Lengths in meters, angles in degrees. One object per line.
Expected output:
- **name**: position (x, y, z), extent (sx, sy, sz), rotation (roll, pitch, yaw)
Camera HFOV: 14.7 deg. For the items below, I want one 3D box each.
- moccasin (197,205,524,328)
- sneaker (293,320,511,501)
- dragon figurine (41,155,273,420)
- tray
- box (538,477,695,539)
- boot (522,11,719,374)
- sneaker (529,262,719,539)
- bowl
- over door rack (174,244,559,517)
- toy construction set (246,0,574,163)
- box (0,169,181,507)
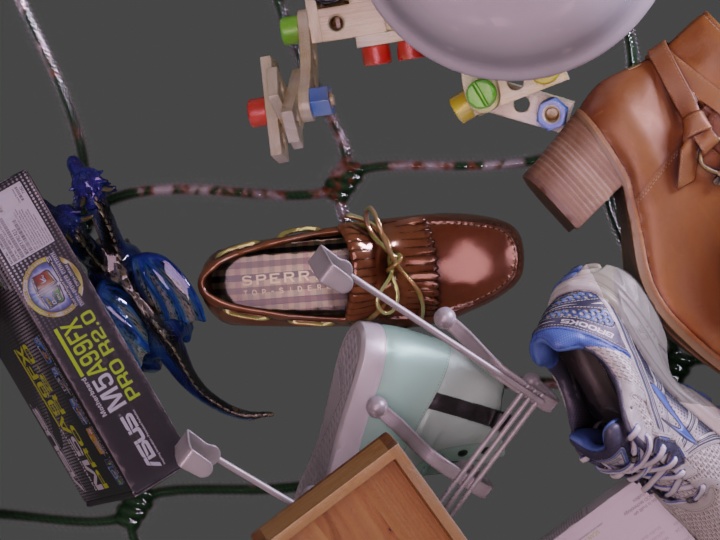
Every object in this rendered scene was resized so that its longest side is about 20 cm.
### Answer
- **moccasin**: position (0.000, -0.002, 1.707), extent (0.200, 0.078, 0.074), rotation (0, 89, 6)
- **sneaker**: position (0.027, 0.135, 1.724), extent (0.118, 0.074, 0.201), rotation (11, 112, -16)
- **dragon figurine**: position (-0.132, 0.023, 1.708), extent (0.059, 0.099, 0.200), rotation (-36, 89, -8)
- **tray**: position (0.035, 0.202, 1.603), extent (0.098, 0.037, 0.200), rotation (-37, 105, -4)
- **box**: position (0.209, 0.220, 1.732), extent (0.144, 0.036, 0.200), rotation (-36, 90, 8)
- **boot**: position (0.214, -0.042, 1.693), extent (0.155, 0.077, 0.200), rotation (-42, 93, -3)
- **sneaker**: position (0.163, 0.098, 1.649), extent (0.077, 0.085, 0.200), rotation (-32, 97, 44)
- **bowl**: position (0.086, -0.210, 1.591), extent (0.200, 0.090, 0.202), rotation (0, 94, 5)
- **over door rack**: position (0.001, 0.081, 1.624), extent (0.200, 0.067, 0.148), rotation (31, 99, -34)
- **toy construction set**: position (0.025, -0.133, 1.692), extent (0.199, 0.092, 0.132), rotation (-10, 95, -4)
- **box**: position (-0.184, 0.045, 1.691), extent (0.044, 0.160, 0.201), rotation (-31, 93, -18)
